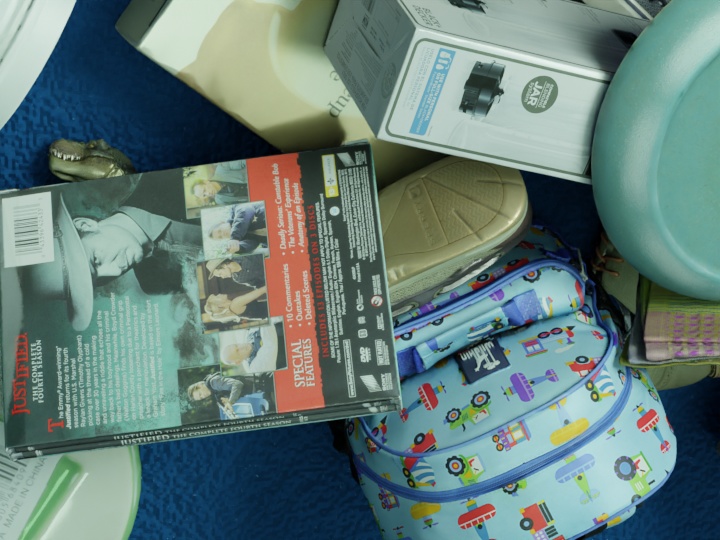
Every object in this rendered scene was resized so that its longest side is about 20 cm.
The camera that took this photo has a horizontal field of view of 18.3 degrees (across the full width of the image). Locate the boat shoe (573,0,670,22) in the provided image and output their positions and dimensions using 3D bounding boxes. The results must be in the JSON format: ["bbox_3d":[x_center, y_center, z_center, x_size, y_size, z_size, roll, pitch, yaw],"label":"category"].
[{"bbox_3d":[0.151,-0.183,1.234,0.200,0.075,0.093,41,95,-24],"label":"boat shoe"}]

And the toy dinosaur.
[{"bbox_3d":[-0.106,0.017,1.218,0.047,0.088,0.201,-19,118,35],"label":"toy dinosaur"}]

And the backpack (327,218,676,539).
[{"bbox_3d":[0.072,0.074,1.213,0.181,0.200,0.135,-23,111,0],"label":"backpack"}]

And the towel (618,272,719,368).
[{"bbox_3d":[0.240,0.018,1.189,0.198,0.144,0.023,1,116,9],"label":"towel"}]

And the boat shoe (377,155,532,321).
[{"bbox_3d":[0.000,0.000,1.181,0.199,0.072,0.065,-24,150,9],"label":"boat shoe"}]

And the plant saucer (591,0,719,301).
[{"bbox_3d":[0.211,-0.066,1.113,0.198,0.027,0.202,-9,122,-15],"label":"plant saucer"}]

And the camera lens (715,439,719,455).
[{"bbox_3d":[0.325,0.070,1.313,0.160,0.160,0.201,36,94,-22],"label":"camera lens"}]

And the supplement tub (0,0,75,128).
[{"bbox_3d":[-0.247,-0.160,1.089,0.199,0.145,0.146,29,97,-21],"label":"supplement tub"}]

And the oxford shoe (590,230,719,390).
[{"bbox_3d":[0.167,-0.018,1.291,0.073,0.071,0.201,-19,110,-7],"label":"oxford shoe"}]

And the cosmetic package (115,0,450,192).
[{"bbox_3d":[-0.021,-0.111,1.208,0.199,0.071,0.106,33,95,-22],"label":"cosmetic package"}]

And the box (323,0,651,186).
[{"bbox_3d":[0.093,-0.097,1.141,0.198,0.117,0.061,10,115,-22],"label":"box"}]

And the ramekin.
[{"bbox_3d":[-0.211,0.102,1.202,0.198,0.098,0.202,-4,107,-15],"label":"ramekin"}]

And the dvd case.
[{"bbox_3d":[-0.084,0.014,1.131,0.198,0.022,0.147,-8,65,0],"label":"dvd case"}]
